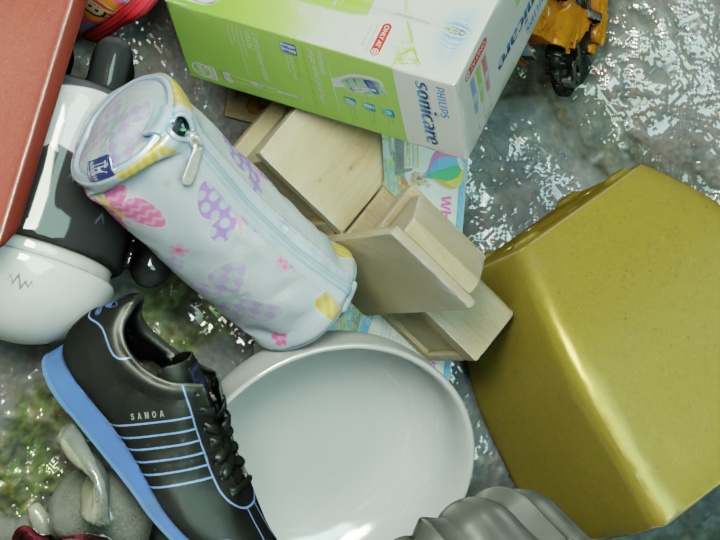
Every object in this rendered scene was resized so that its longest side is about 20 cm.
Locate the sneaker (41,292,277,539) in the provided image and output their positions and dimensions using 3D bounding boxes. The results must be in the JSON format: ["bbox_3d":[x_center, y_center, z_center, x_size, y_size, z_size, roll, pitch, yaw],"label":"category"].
[{"bbox_3d":[-0.106,0.105,1.619,0.078,0.070,0.200,-40,95,20],"label":"sneaker"}]

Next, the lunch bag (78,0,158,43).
[{"bbox_3d":[-0.131,-0.250,1.674,0.082,0.176,0.200,33,75,-14],"label":"lunch bag"}]

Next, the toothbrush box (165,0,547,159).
[{"bbox_3d":[0.002,-0.174,1.644,0.199,0.086,0.146,19,64,18],"label":"toothbrush box"}]

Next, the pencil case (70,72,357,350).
[{"bbox_3d":[-0.087,-0.035,1.618,0.200,0.091,0.083,45,42,-36],"label":"pencil case"}]

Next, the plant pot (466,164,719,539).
[{"bbox_3d":[0.180,0.046,1.783,0.194,0.195,0.200,-34,94,-21],"label":"plant pot"}]

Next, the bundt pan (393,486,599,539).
[{"bbox_3d":[0.063,0.215,1.729,0.201,0.202,0.076,-25,62,-22],"label":"bundt pan"}]

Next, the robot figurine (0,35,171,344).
[{"bbox_3d":[-0.198,-0.052,1.664,0.125,0.150,0.201,27,73,-50],"label":"robot figurine"}]

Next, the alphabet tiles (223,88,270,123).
[{"bbox_3d":[-0.006,-0.150,1.813,0.166,0.006,0.201,14,81,-22],"label":"alphabet tiles"}]

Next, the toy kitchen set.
[{"bbox_3d":[0.057,-0.069,1.704,0.200,0.163,0.181,44,73,-16],"label":"toy kitchen set"}]

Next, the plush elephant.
[{"bbox_3d":[-0.186,0.186,1.645,0.199,0.155,0.165,-14,137,8],"label":"plush elephant"}]

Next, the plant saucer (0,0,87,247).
[{"bbox_3d":[-0.255,-0.109,1.623,0.037,0.199,0.201,29,72,-50],"label":"plant saucer"}]

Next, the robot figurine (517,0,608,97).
[{"bbox_3d":[0.129,-0.198,1.792,0.058,0.200,0.145,8,89,17],"label":"robot figurine"}]

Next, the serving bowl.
[{"bbox_3d":[-0.029,0.120,1.727,0.199,0.066,0.201,-9,121,-15],"label":"serving bowl"}]

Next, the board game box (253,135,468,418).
[{"bbox_3d":[0.000,0.000,1.785,0.134,0.034,0.201,7,86,-22],"label":"board game box"}]
